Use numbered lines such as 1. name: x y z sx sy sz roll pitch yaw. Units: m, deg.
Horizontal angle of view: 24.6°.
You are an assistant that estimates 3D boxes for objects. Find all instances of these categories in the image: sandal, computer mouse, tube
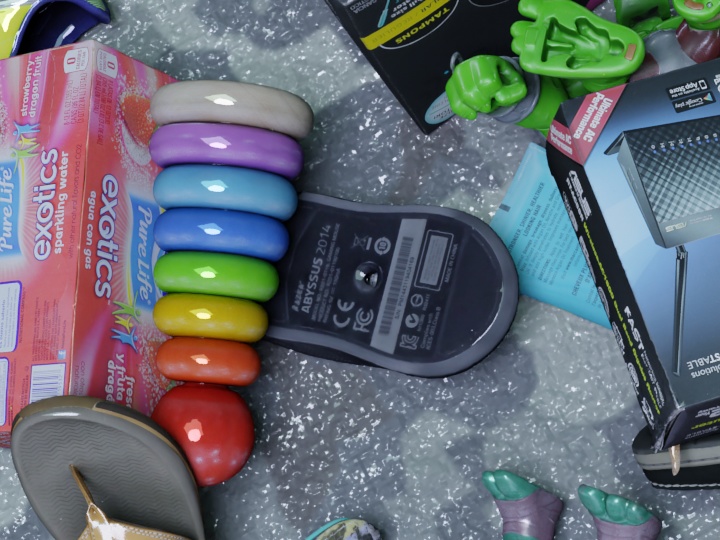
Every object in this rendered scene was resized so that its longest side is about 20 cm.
1. sandal: -0.113 0.149 0.803 0.081 0.055 0.201 -11 116 2
2. computer mouse: 0.000 0.000 0.873 0.199 0.053 0.139 16 84 29
3. tube: 0.153 0.009 0.835 0.199 0.050 0.078 28 85 22

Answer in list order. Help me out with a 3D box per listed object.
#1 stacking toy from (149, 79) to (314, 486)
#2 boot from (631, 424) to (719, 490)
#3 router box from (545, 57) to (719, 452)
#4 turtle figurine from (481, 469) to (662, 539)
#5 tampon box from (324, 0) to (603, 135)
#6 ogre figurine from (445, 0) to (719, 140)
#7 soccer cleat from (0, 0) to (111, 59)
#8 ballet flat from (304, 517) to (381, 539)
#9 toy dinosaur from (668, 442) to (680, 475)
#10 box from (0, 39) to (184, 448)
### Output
1. stacking toy: -0.073 0.009 0.840 0.085 0.085 0.201 4 85 14
2. boot: 0.235 0.125 0.755 0.203 0.073 0.154 -10 106 28
3. router box: 0.198 -0.023 0.727 0.199 0.062 0.151 -17 68 -5
4. turtle figurine: 0.071 0.200 0.780 0.149 0.101 0.201 11 71 29
5. tampon box: 0.039 -0.183 0.822 0.150 0.200 0.127 -36 72 5
6. ogre figurine: 0.147 -0.109 0.822 0.200 0.120 0.098 -40 68 1
7. soccer cleat: -0.229 -0.107 0.941 0.200 0.065 0.084 -43 75 1
8. ballet flat: -0.044 0.215 0.813 0.072 0.072 0.200 39 83 18
9. toy dinosaur: 0.163 -0.011 0.779 0.106 0.061 0.200 33 56 25
10. box: -0.154 -0.007 0.872 0.102 0.095 0.201 -6 75 31
